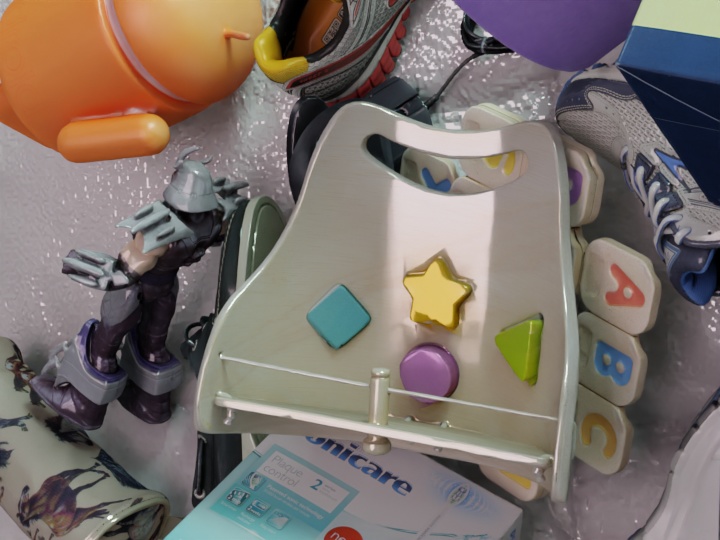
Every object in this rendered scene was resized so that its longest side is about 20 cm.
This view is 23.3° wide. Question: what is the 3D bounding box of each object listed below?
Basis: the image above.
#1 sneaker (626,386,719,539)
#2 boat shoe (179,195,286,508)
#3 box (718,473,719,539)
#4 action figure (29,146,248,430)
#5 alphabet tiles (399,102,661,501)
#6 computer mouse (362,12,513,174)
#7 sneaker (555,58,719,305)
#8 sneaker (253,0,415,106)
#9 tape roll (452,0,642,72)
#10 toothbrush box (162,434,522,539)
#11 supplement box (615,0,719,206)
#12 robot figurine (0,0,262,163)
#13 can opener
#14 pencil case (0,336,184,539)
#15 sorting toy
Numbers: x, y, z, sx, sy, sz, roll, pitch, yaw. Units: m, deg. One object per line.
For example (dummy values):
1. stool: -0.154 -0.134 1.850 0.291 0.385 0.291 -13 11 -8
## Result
1. sneaker: 0.188 0.122 0.869 0.087 0.074 0.201 32 116 19
2. boat shoe: -0.077 0.056 1.047 0.066 0.074 0.201 1 99 26
3. box: 0.234 0.159 0.800 0.136 0.038 0.202 5 107 24
4. action figure: -0.132 0.007 1.060 0.069 0.130 0.201 43 125 27
5. alphabet tiles: 0.077 0.018 0.931 0.195 0.015 0.202 31 123 43
6. computer mouse: 0.039 -0.100 0.985 0.200 0.034 0.059 -43 66 28
7. sneaker: 0.166 -0.034 0.849 0.199 0.077 0.085 32 78 32
8. sneaker: 0.008 -0.181 0.977 0.078 0.082 0.201 38 111 30
9. tape roll: 0.084 -0.202 0.849 0.085 0.199 0.201 -36 70 31
10. toothbrush box: -0.027 0.180 0.921 0.146 0.200 0.086 28 138 26
11. supplement box: 0.247 -0.126 0.729 0.199 0.134 0.201 15 75 34
12. robot figurine: -0.141 -0.138 1.066 0.199 0.144 0.117 -21 107 34
13. can opener: 0.000 0.000 0.982 0.063 0.079 0.202 -11 102 -2
14. pencil case: -0.206 0.122 1.135 0.200 0.089 0.078 40 106 31
15. sorting toy: 0.034 0.008 0.890 0.198 0.107 0.182 9 93 22
